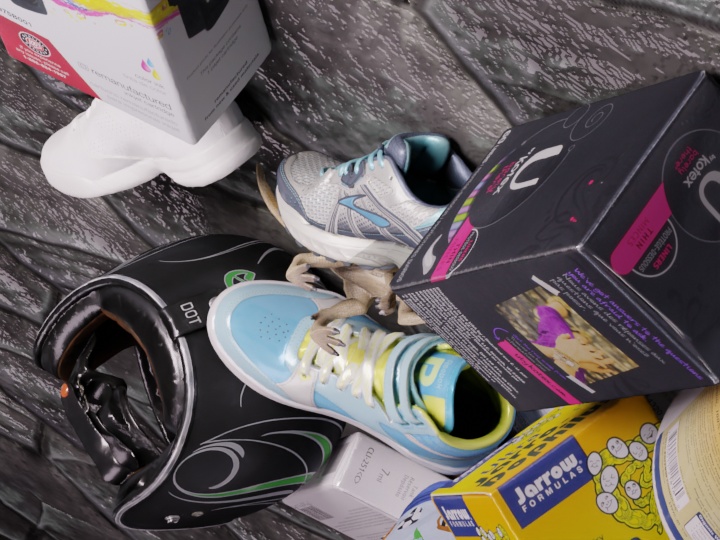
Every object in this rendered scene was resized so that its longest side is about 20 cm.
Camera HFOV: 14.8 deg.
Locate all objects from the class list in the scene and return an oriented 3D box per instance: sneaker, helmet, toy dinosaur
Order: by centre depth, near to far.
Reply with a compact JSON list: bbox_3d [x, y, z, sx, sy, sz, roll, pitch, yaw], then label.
[{"bbox_3d":[0.026,-0.046,1.592,0.199,0.077,0.087,24,129,43],"label":"sneaker"},{"bbox_3d":[0.000,0.000,1.661,0.199,0.101,0.059,17,126,28],"label":"toy dinosaur"},{"bbox_3d":[0.008,0.054,1.675,0.199,0.080,0.131,23,167,-7],"label":"sneaker"},{"bbox_3d":[-0.143,-0.100,1.730,0.199,0.075,0.089,-5,122,50],"label":"sneaker"},{"bbox_3d":[-0.097,0.071,1.822,0.199,0.201,0.190,16,-167,41],"label":"helmet"}]

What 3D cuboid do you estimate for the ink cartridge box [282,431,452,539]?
[{"bbox_3d":[0.046,0.175,1.883,0.176,0.045,0.200,29,168,-7],"label":"ink cartridge box"}]

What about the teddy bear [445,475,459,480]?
[{"bbox_3d":[0.103,0.147,1.862,0.145,0.067,0.200,43,165,8],"label":"teddy bear"}]

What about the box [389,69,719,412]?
[{"bbox_3d":[0.124,-0.011,1.420,0.106,0.122,0.200,44,156,-16],"label":"box"}]

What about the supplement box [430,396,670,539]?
[{"bbox_3d":[0.147,0.178,1.547,0.201,0.109,0.109,57,163,-4],"label":"supplement box"}]

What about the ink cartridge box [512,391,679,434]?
[{"bbox_3d":[0.161,0.104,1.633,0.197,0.043,0.200,51,164,17],"label":"ink cartridge box"}]

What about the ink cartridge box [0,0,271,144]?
[{"bbox_3d":[-0.145,-0.181,1.534,0.145,0.083,0.200,26,156,25],"label":"ink cartridge box"}]

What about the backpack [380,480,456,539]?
[{"bbox_3d":[0.082,0.216,1.692,0.199,0.155,0.191,23,149,4],"label":"backpack"}]

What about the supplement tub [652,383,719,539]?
[{"bbox_3d":[0.239,0.083,1.409,0.144,0.145,0.200,35,158,3],"label":"supplement tub"}]
